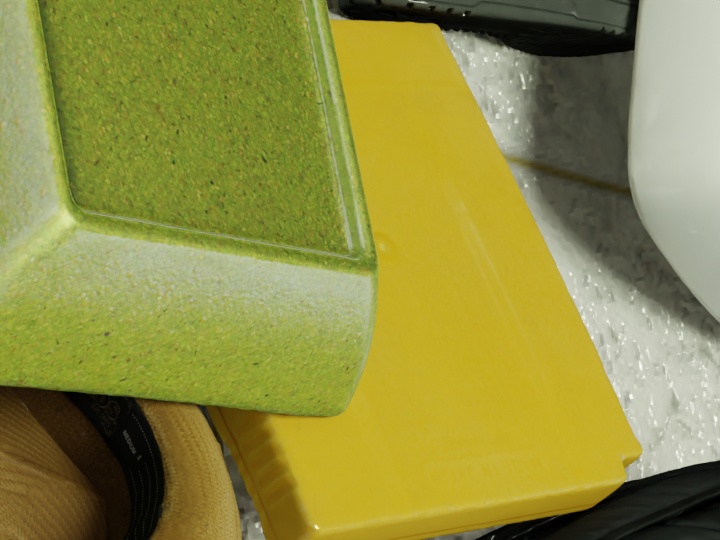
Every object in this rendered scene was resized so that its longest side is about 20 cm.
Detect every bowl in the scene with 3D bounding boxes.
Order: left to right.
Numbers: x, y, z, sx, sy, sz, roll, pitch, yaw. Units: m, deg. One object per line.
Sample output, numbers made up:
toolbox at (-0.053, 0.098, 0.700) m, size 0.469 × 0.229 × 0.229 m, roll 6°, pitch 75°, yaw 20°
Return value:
bowl at (0.184, -0.081, 1.098) m, size 0.200 × 0.074 × 0.201 m, roll 43°, pitch 51°, yaw -56°

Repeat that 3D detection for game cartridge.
game cartridge at (0.000, 0.000, 0.910) m, size 0.176 × 0.032 × 0.201 m, roll -3°, pitch 63°, yaw -45°

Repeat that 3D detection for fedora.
fedora at (-0.133, 0.061, 0.755) m, size 0.200 × 0.082 × 0.201 m, roll 27°, pitch 33°, yaw -19°

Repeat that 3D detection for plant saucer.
plant saucer at (-0.067, -0.063, 0.782) m, size 0.199 × 0.048 × 0.201 m, roll 9°, pitch 64°, yaw -51°

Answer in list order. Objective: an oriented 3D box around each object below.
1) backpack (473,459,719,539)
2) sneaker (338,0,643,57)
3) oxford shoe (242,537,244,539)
backpack at (0.108, 0.138, 0.960) m, size 0.199 × 0.163 × 0.155 m, roll 5°, pitch 86°, yaw -37°
sneaker at (0.047, -0.146, 1.020) m, size 0.199 × 0.060 × 0.105 m, roll 4°, pitch 83°, yaw -42°
oxford shoe at (-0.049, 0.139, 0.864) m, size 0.058 × 0.075 × 0.201 m, roll -81°, pitch 149°, yaw -73°
